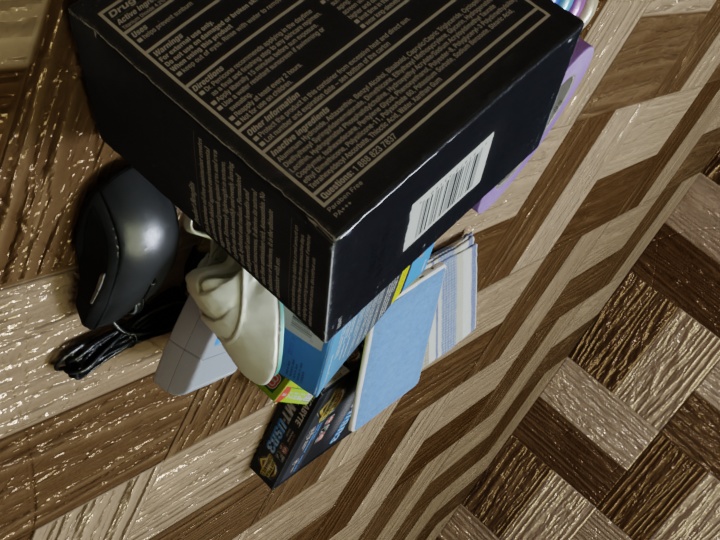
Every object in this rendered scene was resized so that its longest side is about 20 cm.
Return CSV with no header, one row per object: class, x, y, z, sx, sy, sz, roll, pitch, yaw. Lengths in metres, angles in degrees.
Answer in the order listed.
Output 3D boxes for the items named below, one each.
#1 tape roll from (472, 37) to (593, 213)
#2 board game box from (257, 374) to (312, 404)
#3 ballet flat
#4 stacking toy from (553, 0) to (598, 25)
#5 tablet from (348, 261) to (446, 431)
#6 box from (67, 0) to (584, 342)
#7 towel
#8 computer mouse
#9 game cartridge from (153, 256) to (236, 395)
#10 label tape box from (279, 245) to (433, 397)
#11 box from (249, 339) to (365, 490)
tape roll,0.153,-0.158,1.042,0.200,0.066,0.200,-51,169,-13
board game box,-0.029,0.052,1.102,0.200,0.048,0.102,-51,161,3
ballet flat,-0.093,-0.016,0.715,0.069,0.069,0.201,-16,109,-59
stacking toy,0.127,-0.242,0.859,0.200,0.085,0.086,-10,137,-55
tablet,0.041,0.090,1.190,0.130,0.014,0.201,-31,145,-39
box,-0.019,-0.107,0.587,0.200,0.198,0.123,-41,162,-23
towel,0.092,0.047,1.314,0.200,0.024,0.148,-29,124,-47
computer mouse,-0.144,-0.001,0.741,0.140,0.046,0.200,-31,154,-43
game cartridge,-0.093,0.007,0.827,0.201,0.040,0.133,-61,167,9
label tape box,0.000,0.000,0.953,0.200,0.063,0.144,-48,164,-37
box,-0.034,0.162,1.305,0.198,0.050,0.200,-27,152,-47
